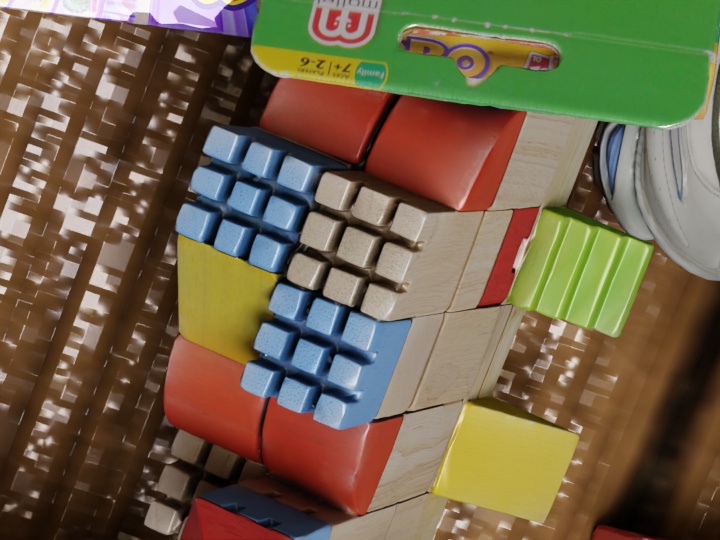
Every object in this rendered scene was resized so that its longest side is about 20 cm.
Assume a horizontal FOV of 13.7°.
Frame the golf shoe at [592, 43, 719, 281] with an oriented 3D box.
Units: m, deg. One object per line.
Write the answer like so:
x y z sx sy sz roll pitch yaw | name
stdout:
0.116 -0.091 0.732 0.078 0.097 0.201 6 102 -11 | golf shoe

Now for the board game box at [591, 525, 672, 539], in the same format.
0.148 0.162 0.814 0.199 0.040 0.153 11 86 -14 | board game box

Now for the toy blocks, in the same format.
0.000 0.000 0.694 0.100 0.137 0.200 23 98 15 | toy blocks

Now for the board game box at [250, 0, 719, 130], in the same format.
0.040 -0.109 0.664 0.095 0.200 0.030 8 142 7 | board game box

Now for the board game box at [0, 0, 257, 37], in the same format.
-0.069 -0.162 0.701 0.134 0.045 0.201 5 103 -13 | board game box
